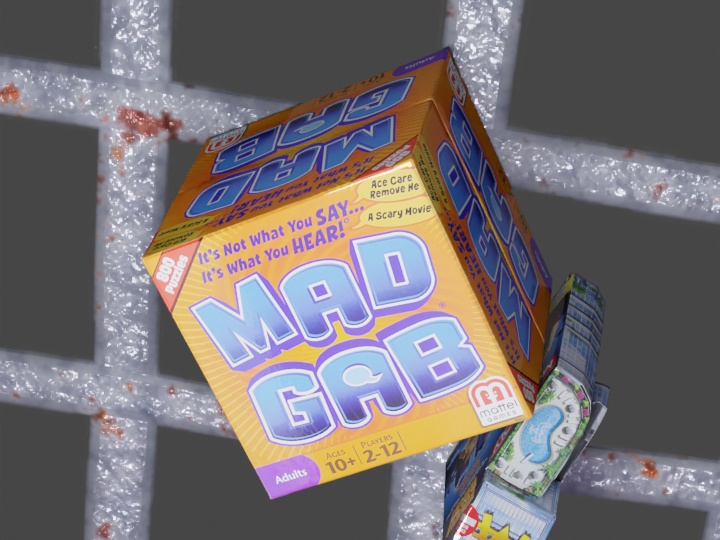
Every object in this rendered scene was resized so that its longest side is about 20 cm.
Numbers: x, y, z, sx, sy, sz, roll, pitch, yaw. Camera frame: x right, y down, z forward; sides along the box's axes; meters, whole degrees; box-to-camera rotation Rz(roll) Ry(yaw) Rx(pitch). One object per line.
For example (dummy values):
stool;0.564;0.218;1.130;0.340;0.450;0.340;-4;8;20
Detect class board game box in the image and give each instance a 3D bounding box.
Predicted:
board game box;0.000;0.000;1.365;0.199;0.200;0.201;-19;112;19
board game box;0.120;0.133;1.412;0.061;0.200;0.200;28;119;-5
